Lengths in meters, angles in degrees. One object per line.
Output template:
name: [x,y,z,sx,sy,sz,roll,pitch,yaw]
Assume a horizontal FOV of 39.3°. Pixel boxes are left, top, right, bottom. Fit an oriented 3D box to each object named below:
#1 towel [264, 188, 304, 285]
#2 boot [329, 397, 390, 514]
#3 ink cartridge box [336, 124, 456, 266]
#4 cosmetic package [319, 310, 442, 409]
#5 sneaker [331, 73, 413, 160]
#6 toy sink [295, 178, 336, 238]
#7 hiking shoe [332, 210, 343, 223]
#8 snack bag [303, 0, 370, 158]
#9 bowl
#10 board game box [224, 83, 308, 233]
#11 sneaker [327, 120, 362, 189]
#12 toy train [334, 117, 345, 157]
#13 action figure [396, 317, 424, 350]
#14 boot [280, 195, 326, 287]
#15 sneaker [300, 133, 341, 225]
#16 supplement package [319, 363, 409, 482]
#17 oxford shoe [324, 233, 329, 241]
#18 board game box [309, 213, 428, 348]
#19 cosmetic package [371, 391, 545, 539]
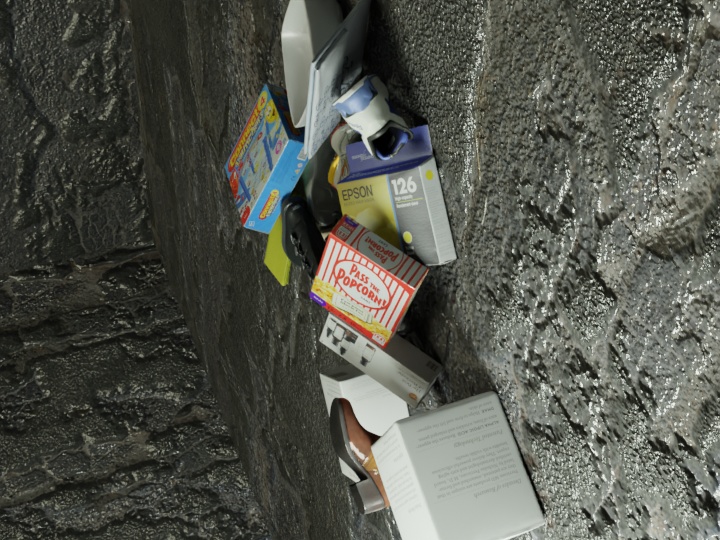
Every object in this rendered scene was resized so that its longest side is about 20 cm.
towel: [-0.146,-0.074,1.906,0.086,0.018,0.201,50,139,40]
boot: [0.063,0.263,1.589,0.189,0.199,0.068,67,158,10]
ink cartridge box: [0.044,-0.102,1.517,0.197,0.047,0.201,-6,100,51]
cosmetic package: [0.031,0.136,1.650,0.199,0.051,0.083,34,142,11]
sneaker: [0.019,-0.218,1.474,0.115,0.080,0.199,54,-169,-7]
toy sink: [-0.141,-0.144,2.003,0.130,0.111,0.201,132,121,-67]
hiking shoe: [0.028,-0.024,1.646,0.075,0.086,0.200,97,151,-48]
snack bag: [-0.032,-0.296,1.529,0.021,0.200,0.189,23,142,11]
bowl: [-0.073,-0.355,1.670,0.200,0.074,0.201,127,137,-68]
board game box: [-0.171,-0.208,1.860,0.201,0.056,0.196,-59,34,28]
sneaker: [0.001,-0.182,1.651,0.082,0.078,0.200,53,159,25]
toy train: [-0.027,-0.220,1.746,0.201,0.034,0.046,97,164,-49]
action figure: [0.044,0.110,1.724,0.131,0.069,0.200,64,164,4]
boot: [-0.080,-0.012,1.786,0.200,0.065,0.165,57,167,41]
sneaker: [-0.085,-0.180,1.870,0.118,0.073,0.202,173,93,-65]
supplement package: [0.016,0.275,1.855,0.121,0.119,0.201,-175,71,-69]
oxford shoe: [-0.023,-0.041,1.832,0.074,0.071,0.200,58,166,5]
board game box: [0.008,0.020,1.544,0.151,0.046,0.200,33,148,8]
cosmetic package: [0.136,0.308,1.466,0.165,0.164,0.201,120,132,-65]
